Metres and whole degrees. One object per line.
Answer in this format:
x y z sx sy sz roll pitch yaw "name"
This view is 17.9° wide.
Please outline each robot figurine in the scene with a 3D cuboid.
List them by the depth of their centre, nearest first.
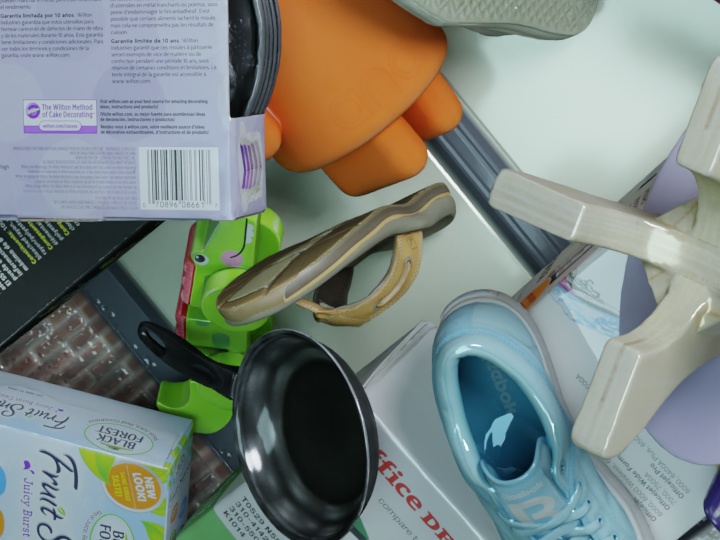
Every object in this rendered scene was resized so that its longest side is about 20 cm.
-0.033 -0.135 1.216 0.144 0.117 0.200 -40 108 3 "robot figurine"

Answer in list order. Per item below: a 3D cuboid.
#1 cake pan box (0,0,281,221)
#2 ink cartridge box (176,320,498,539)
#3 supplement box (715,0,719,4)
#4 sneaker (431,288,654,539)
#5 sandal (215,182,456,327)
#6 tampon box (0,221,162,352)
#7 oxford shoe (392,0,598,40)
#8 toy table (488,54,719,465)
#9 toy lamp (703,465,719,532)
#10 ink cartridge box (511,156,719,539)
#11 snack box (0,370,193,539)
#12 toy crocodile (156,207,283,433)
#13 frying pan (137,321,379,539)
-0.140 -0.118 1.137 0.199 0.052 0.185 0 98 19 "cake pan box"
0.012 0.141 1.275 0.146 0.084 0.200 47 135 -1 "ink cartridge box"
0.222 -0.183 1.172 0.200 0.086 0.110 35 110 3 "supplement box"
0.085 0.111 1.129 0.074 0.082 0.200 -28 98 20 "sneaker"
0.000 0.000 1.215 0.080 0.200 0.054 -24 90 31 "sandal"
-0.173 -0.057 1.269 0.200 0.150 0.126 -38 93 18 "tampon box"
0.047 -0.160 1.178 0.058 0.200 0.075 12 91 40 "oxford shoe"
0.162 -0.007 1.043 0.183 0.117 0.201 12 94 34 "toy table"
0.238 0.052 1.091 0.058 0.058 0.200 39 109 1 "toy lamp"
0.174 0.030 1.208 0.145 0.147 0.200 46 109 -1 "ink cartridge box"
-0.203 0.132 1.360 0.199 0.053 0.143 14 127 9 "snack box"
-0.079 0.019 1.279 0.062 0.068 0.200 8 142 -1 "toy crocodile"
-0.051 0.085 1.214 0.190 0.031 0.115 2 100 52 "frying pan"
